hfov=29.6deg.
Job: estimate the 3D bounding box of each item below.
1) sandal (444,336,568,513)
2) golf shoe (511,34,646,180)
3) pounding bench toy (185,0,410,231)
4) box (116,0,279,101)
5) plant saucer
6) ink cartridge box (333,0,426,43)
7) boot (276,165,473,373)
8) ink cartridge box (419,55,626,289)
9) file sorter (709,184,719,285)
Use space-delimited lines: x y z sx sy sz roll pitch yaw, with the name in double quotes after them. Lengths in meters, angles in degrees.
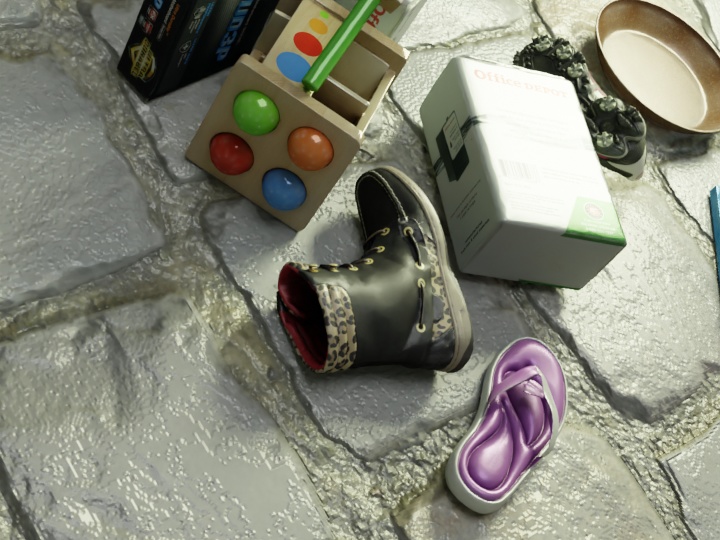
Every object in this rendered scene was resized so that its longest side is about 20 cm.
0.137 0.125 1.154 0.082 0.050 0.203 35 45 -3 "sandal"
0.228 -0.167 1.435 0.201 0.077 0.088 56 2 37 "golf shoe"
-0.041 -0.161 1.159 0.123 0.200 0.157 32 44 -6 "pounding bench toy"
-0.115 -0.251 1.182 0.046 0.201 0.158 45 44 12 "box"
0.346 -0.228 1.572 0.198 0.037 0.202 18 48 -21 "plant saucer"
-0.042 -0.278 1.288 0.200 0.147 0.083 42 44 2 "ink cartridge box"
0.000 0.000 1.154 0.149 0.073 0.202 -4 64 -34 "boot"
0.151 -0.094 1.299 0.145 0.083 0.202 9 52 -27 "ink cartridge box"
0.465 -0.021 1.425 0.137 0.123 0.202 22 47 -17 "file sorter"
